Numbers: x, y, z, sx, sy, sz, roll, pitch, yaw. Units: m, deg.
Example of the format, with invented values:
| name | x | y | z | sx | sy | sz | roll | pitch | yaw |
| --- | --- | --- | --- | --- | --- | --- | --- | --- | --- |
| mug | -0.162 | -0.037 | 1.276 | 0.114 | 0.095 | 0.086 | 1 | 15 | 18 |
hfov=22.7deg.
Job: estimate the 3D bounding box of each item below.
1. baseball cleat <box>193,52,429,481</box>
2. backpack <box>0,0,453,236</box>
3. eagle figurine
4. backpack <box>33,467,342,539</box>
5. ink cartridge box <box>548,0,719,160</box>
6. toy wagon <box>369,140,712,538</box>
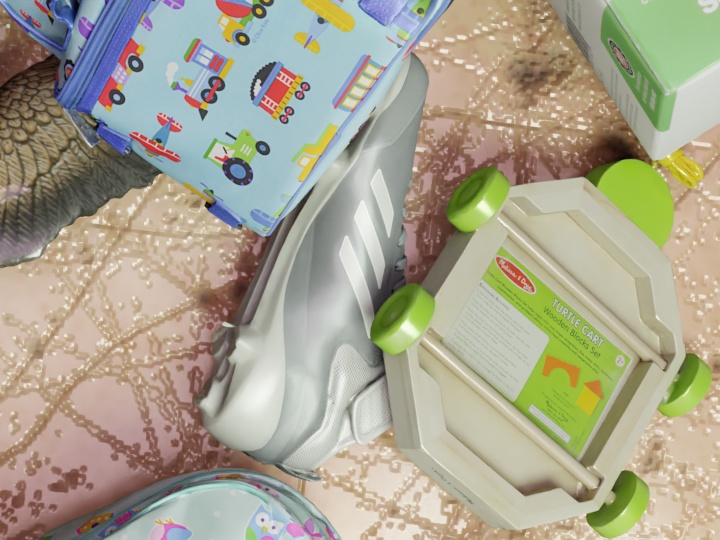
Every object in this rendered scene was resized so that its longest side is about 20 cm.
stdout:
| name | x | y | z | sx | sy | sz | roll | pitch | yaw |
| --- | --- | --- | --- | --- | --- | --- | --- | --- | --- |
| baseball cleat | 0.000 | 0.000 | 0.835 | 0.106 | 0.070 | 0.200 | 28 | 88 | -21 |
| backpack | -0.069 | -0.138 | 0.714 | 0.200 | 0.135 | 0.183 | 37 | 130 | -9 |
| eagle figurine | -0.185 | -0.062 | 0.779 | 0.151 | 0.152 | 0.200 | 42 | 90 | 16 |
| backpack | -0.092 | 0.174 | 0.782 | 0.200 | 0.127 | 0.167 | -31 | 89 | -9 |
| ink cartridge box | 0.110 | -0.162 | 0.780 | 0.084 | 0.146 | 0.200 | -31 | 81 | 2 |
| toy wagon | 0.096 | 0.021 | 0.832 | 0.155 | 0.040 | 0.200 | 41 | 67 | -20 |
